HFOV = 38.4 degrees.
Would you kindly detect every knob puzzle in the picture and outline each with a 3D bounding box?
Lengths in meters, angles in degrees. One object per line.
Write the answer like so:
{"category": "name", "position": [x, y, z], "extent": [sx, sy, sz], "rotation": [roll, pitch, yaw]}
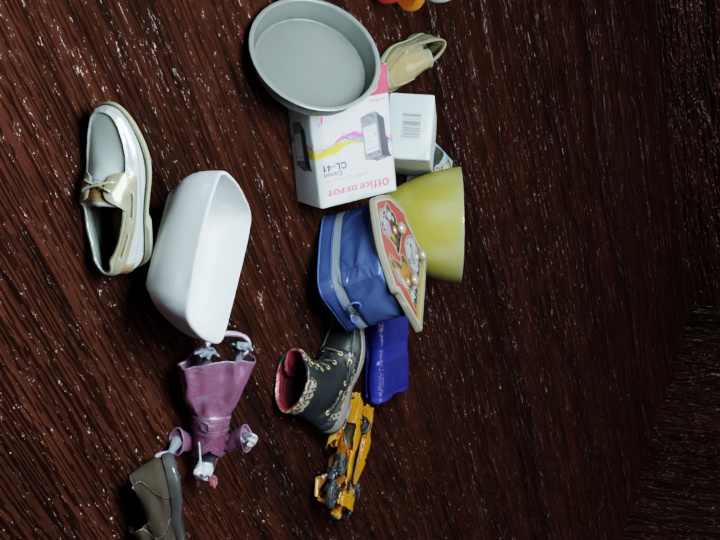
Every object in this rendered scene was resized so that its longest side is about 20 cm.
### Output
{"category": "knob puzzle", "position": [0.067, -0.036, 1.630], "extent": [0.220, 0.030, 0.223], "rotation": [52, 30, -46]}

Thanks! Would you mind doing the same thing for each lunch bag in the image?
{"category": "lunch bag", "position": [0.000, 0.000, 1.659], "extent": [0.137, 0.130, 0.202], "rotation": [56, 27, -40]}

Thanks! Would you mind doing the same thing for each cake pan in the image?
{"category": "cake pan", "position": [-0.069, -0.305, 1.499], "extent": [0.202, 0.198, 0.037], "rotation": [-64, -176, -33]}

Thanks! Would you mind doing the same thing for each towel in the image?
{"category": "towel", "position": [0.044, 0.128, 1.860], "extent": [0.147, 0.049, 0.205], "rotation": [-11, 102, -67]}

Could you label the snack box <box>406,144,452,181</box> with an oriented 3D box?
{"category": "snack box", "position": [0.124, -0.138, 1.975], "extent": [0.116, 0.036, 0.204], "rotation": [33, 64, -57]}

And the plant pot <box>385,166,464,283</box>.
{"category": "plant pot", "position": [0.106, -0.079, 1.817], "extent": [0.200, 0.139, 0.205], "rotation": [0, 90, -89]}

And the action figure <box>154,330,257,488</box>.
{"category": "action figure", "position": [-0.210, 0.196, 1.400], "extent": [0.149, 0.131, 0.204], "rotation": [-126, -137, -69]}

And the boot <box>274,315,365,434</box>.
{"category": "boot", "position": [-0.064, 0.151, 1.646], "extent": [0.150, 0.072, 0.204], "rotation": [30, 72, -57]}

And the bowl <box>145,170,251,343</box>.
{"category": "bowl", "position": [-0.209, -0.018, 1.322], "extent": [0.200, 0.073, 0.204], "rotation": [70, 30, -75]}

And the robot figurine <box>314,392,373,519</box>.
{"category": "robot figurine", "position": [-0.027, 0.312, 1.727], "extent": [0.145, 0.057, 0.204], "rotation": [55, 45, -62]}

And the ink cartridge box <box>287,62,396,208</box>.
{"category": "ink cartridge box", "position": [-0.029, -0.212, 1.596], "extent": [0.145, 0.085, 0.204], "rotation": [-15, 107, -27]}

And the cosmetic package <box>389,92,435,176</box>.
{"category": "cosmetic package", "position": [0.090, -0.232, 1.795], "extent": [0.200, 0.079, 0.115], "rotation": [47, 48, -84]}

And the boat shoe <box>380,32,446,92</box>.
{"category": "boat shoe", "position": [0.096, -0.381, 1.861], "extent": [0.201, 0.075, 0.073], "rotation": [-52, 136, -44]}

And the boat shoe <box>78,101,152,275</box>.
{"category": "boat shoe", "position": [-0.290, -0.092, 1.214], "extent": [0.068, 0.073, 0.204], "rotation": [-39, 127, -59]}

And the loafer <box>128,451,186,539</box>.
{"category": "loafer", "position": [-0.263, 0.327, 1.331], "extent": [0.070, 0.073, 0.204], "rotation": [-7, 111, -15]}

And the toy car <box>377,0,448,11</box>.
{"category": "toy car", "position": [0.069, -0.530, 1.749], "extent": [0.149, 0.175, 0.201], "rotation": [-36, 135, -7]}
